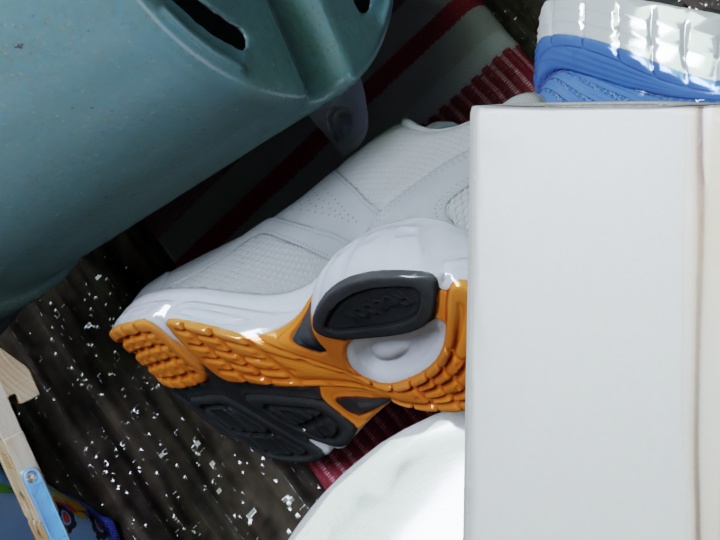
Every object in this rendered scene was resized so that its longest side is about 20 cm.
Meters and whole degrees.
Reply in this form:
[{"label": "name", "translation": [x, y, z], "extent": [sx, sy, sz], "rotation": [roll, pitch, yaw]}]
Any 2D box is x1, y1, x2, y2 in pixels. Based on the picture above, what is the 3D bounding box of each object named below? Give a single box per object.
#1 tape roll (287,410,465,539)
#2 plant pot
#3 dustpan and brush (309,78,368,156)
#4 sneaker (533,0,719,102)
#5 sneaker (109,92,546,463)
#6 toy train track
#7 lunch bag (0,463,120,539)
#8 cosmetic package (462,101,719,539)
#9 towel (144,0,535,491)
[{"label": "tape roll", "translation": [0.055, 0.138, 0.699], "extent": [0.202, 0.037, 0.204], "rotation": [-5, 77, 23]}, {"label": "plant pot", "translation": [-0.108, -0.087, 0.719], "extent": [0.196, 0.200, 0.201], "rotation": [-23, 64, 37]}, {"label": "dustpan and brush", "translation": [-0.035, -0.109, 0.814], "extent": [0.140, 0.057, 0.200], "rotation": [-48, 31, 24]}, {"label": "sneaker", "translation": [0.134, -0.025, 0.677], "extent": [0.199, 0.078, 0.090], "rotation": [13, 92, 40]}, {"label": "sneaker", "translation": [0.000, 0.000, 0.733], "extent": [0.200, 0.076, 0.092], "rotation": [-12, 41, 52]}, {"label": "toy train track", "translation": [-0.074, 0.112, 0.751], "extent": [0.032, 0.115, 0.201], "rotation": [-26, 96, -19]}, {"label": "lunch bag", "translation": [-0.206, 0.128, 0.803], "extent": [0.094, 0.150, 0.200], "rotation": [42, 98, 33]}, {"label": "cosmetic package", "translation": [0.076, 0.057, 0.606], "extent": [0.073, 0.103, 0.201], "rotation": [1, 94, 25]}, {"label": "towel", "translation": [0.015, -0.011, 0.792], "extent": [0.144, 0.023, 0.200], "rotation": [-43, 60, 12]}]
